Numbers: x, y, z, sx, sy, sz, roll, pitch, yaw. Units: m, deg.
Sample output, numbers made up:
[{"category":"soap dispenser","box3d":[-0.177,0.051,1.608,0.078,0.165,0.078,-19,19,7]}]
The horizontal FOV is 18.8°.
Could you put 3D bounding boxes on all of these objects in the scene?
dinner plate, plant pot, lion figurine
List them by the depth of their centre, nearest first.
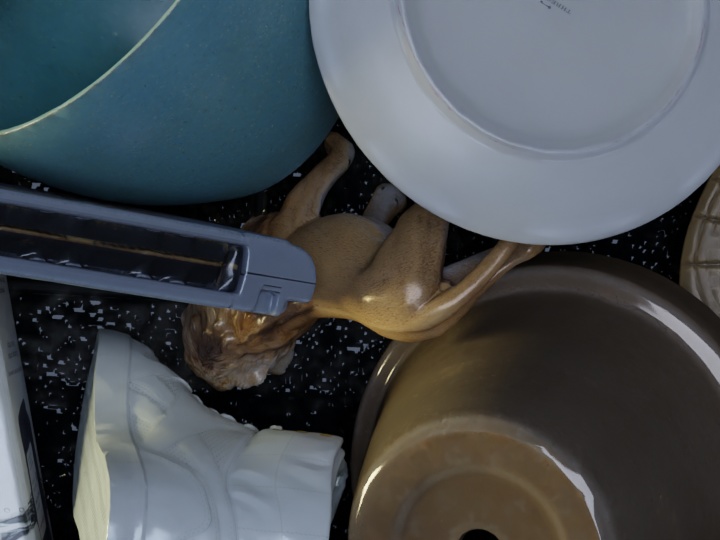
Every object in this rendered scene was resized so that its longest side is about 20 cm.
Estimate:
[{"category":"dinner plate","box3d":[0.078,-0.111,0.899,0.199,0.024,0.201,1,83,-11]},{"category":"plant pot","box3d":[0.071,0.100,0.937,0.199,0.175,0.201,3,99,19]},{"category":"plant pot","box3d":[-0.079,-0.107,0.962,0.200,0.200,0.135,-52,127,-2]},{"category":"lion figurine","box3d":[0.000,0.000,0.966,0.072,0.200,0.123,46,65,-23]}]

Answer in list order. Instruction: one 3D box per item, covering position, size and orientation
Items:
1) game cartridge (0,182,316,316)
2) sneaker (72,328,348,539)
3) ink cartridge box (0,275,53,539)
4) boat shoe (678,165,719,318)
[{"category":"game cartridge","box3d":[-0.134,-0.016,0.915,0.199,0.133,0.042,10,96,-37]},{"category":"sneaker","box3d":[-0.066,0.087,0.957,0.115,0.200,0.074,6,111,-13]},{"category":"ink cartridge box","box3d":[-0.220,0.106,0.991,0.144,0.084,0.201,-10,91,-2]},{"category":"boat shoe","box3d":[0.185,0.021,1.027,0.073,0.069,0.201,15,95,12]}]
